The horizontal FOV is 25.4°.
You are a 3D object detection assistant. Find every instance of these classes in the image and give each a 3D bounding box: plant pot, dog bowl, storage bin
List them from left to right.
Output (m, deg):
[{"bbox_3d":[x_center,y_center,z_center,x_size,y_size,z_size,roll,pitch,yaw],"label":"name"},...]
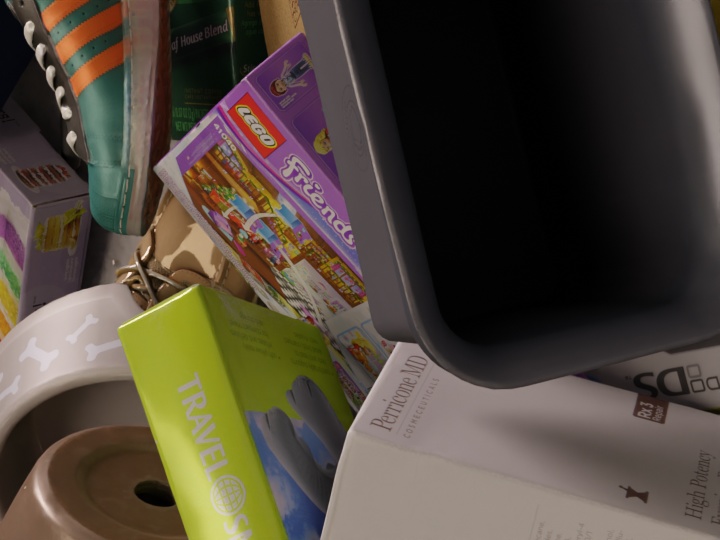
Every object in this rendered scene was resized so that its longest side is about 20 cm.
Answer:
[{"bbox_3d":[-0.111,0.174,0.753,0.200,0.200,0.175,36,119,36],"label":"plant pot"},{"bbox_3d":[-0.110,0.103,0.850,0.059,0.200,0.200,-85,15,-55],"label":"dog bowl"},{"bbox_3d":[0.051,-0.065,0.575,0.134,0.145,0.201,161,96,-75],"label":"storage bin"}]

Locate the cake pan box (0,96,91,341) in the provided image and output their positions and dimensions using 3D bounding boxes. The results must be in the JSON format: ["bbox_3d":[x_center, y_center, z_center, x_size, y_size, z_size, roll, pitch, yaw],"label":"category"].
[{"bbox_3d":[-0.254,-0.027,1.065,0.200,0.052,0.185,45,132,34],"label":"cake pan box"}]

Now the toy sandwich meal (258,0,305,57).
[{"bbox_3d":[0.003,-0.131,0.752,0.205,0.070,0.206,170,90,-76],"label":"toy sandwich meal"}]

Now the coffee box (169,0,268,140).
[{"bbox_3d":[-0.095,-0.171,0.870,0.123,0.044,0.201,11,108,46],"label":"coffee box"}]

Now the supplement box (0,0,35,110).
[{"bbox_3d":[-0.284,-0.207,0.956,0.200,0.134,0.200,-53,55,21],"label":"supplement box"}]

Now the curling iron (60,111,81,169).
[{"bbox_3d":[-0.166,-0.130,0.940,0.200,0.025,0.050,100,156,-51],"label":"curling iron"}]

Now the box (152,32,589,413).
[{"bbox_3d":[0.000,0.000,0.735,0.200,0.039,0.137,50,154,-6],"label":"box"}]

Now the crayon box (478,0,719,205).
[{"bbox_3d":[0.129,-0.072,0.610,0.200,0.051,0.127,31,120,39],"label":"crayon box"}]

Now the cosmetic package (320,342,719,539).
[{"bbox_3d":[0.093,0.096,0.627,0.200,0.102,0.074,16,114,8],"label":"cosmetic package"}]

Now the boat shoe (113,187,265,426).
[{"bbox_3d":[-0.096,0.016,0.857,0.071,0.064,0.200,37,127,33],"label":"boat shoe"}]

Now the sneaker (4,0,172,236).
[{"bbox_3d":[-0.139,-0.115,0.811,0.071,0.080,0.201,87,-179,-82],"label":"sneaker"}]

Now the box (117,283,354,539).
[{"bbox_3d":[-0.027,0.112,0.676,0.048,0.122,0.200,-27,70,16],"label":"box"}]

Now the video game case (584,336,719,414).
[{"bbox_3d":[0.132,-0.038,0.671,0.181,0.025,0.201,-15,88,48],"label":"video game case"}]
